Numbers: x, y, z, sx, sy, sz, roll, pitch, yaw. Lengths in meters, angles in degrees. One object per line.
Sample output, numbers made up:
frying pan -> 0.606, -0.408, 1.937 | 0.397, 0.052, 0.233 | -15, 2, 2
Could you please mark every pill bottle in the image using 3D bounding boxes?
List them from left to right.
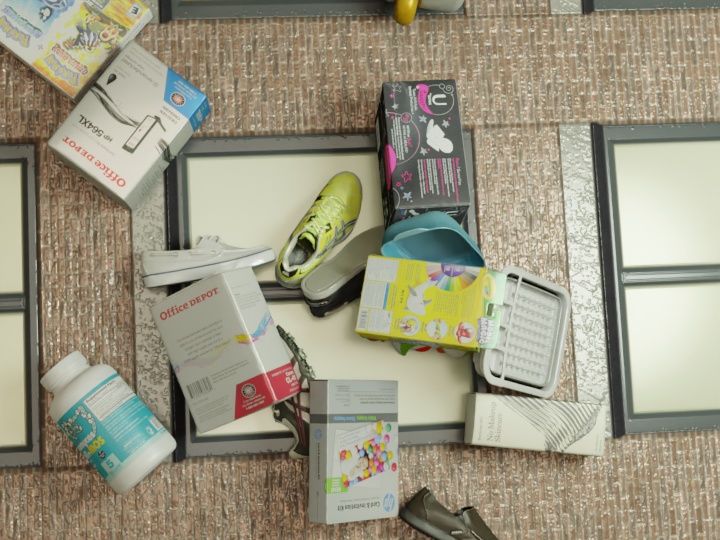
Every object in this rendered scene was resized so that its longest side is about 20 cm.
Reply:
pill bottle -> -0.365, 0.211, 1.610 | 0.111, 0.111, 0.200 | -41, 88, -8

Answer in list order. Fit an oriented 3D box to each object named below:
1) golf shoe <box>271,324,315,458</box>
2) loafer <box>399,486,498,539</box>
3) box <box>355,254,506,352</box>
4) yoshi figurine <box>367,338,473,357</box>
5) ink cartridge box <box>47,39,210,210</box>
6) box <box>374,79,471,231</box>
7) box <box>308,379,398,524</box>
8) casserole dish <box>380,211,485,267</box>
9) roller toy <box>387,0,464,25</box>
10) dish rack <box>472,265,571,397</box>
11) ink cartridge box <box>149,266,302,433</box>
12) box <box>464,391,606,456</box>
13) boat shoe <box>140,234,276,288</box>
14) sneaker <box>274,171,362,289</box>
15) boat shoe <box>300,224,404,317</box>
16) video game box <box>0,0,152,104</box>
golf shoe -> -0.099, 0.179, 1.655 | 0.088, 0.077, 0.200 | -25, 86, -1
loafer -> 0.157, 0.381, 1.652 | 0.200, 0.073, 0.071 | 29, 82, -2
box -> 0.101, 0.047, 1.585 | 0.200, 0.048, 0.118 | 7, 78, 17
yoshi figurine -> 0.112, 0.070, 1.669 | 0.200, 0.112, 0.113 | 12, 76, -6
ink cartridge box -> -0.341, -0.213, 1.672 | 0.146, 0.084, 0.200 | 36, 81, 0
box -> 0.090, -0.162, 1.663 | 0.114, 0.132, 0.200 | -2, 72, -6
box -> -0.008, 0.257, 1.623 | 0.156, 0.041, 0.200 | 8, 81, -48
casserole dish -> 0.105, -0.034, 1.646 | 0.121, 0.200, 0.039 | -17, 63, 20
roller toy -> 0.097, -0.486, 1.691 | 0.139, 0.200, 0.183 | 9, 48, -4
dish rack -> 0.233, 0.091, 1.658 | 0.200, 0.043, 0.172 | 19, 79, -46
ink cartridge box -> -0.193, 0.113, 1.619 | 0.147, 0.086, 0.200 | -24, 84, 28
box -> 0.259, 0.229, 1.680 | 0.200, 0.068, 0.082 | 5, 83, -5
boat shoe -> -0.227, -0.021, 1.666 | 0.200, 0.074, 0.066 | -11, 89, -7
sneaker -> -0.056, -0.060, 1.683 | 0.075, 0.076, 0.200 | 30, 81, 1
boat shoe -> 0.000, 0.000, 1.688 | 0.200, 0.060, 0.074 | -37, 47, -25
video game box -> -0.449, -0.382, 1.703 | 0.200, 0.047, 0.182 | 38, 85, 0
